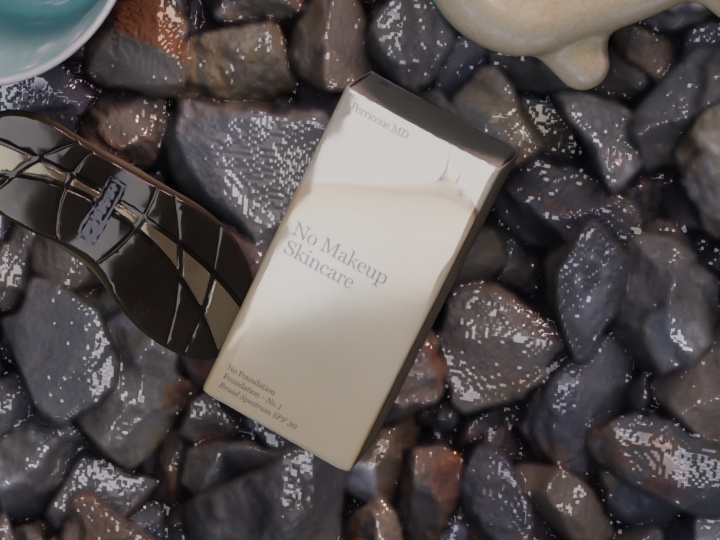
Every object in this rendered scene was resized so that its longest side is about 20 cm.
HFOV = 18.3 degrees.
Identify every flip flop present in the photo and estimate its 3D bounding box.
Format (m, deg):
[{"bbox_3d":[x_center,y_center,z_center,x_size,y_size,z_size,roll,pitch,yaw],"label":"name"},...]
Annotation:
[{"bbox_3d":[-0.147,-0.025,1.333,0.199,0.058,0.081,34,90,-9],"label":"flip flop"}]

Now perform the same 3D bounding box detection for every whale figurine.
[{"bbox_3d":[0.127,-0.180,1.219,0.198,0.104,0.161,3,100,-8],"label":"whale figurine"}]

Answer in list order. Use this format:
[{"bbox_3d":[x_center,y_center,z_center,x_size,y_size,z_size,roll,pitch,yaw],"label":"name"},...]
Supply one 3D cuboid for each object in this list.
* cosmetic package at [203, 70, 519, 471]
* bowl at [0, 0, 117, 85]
[{"bbox_3d":[0.000,0.000,1.286,0.103,0.073,0.201,27,107,6],"label":"cosmetic package"},{"bbox_3d":[-0.203,-0.211,1.297,0.199,0.105,0.203,3,100,17],"label":"bowl"}]
